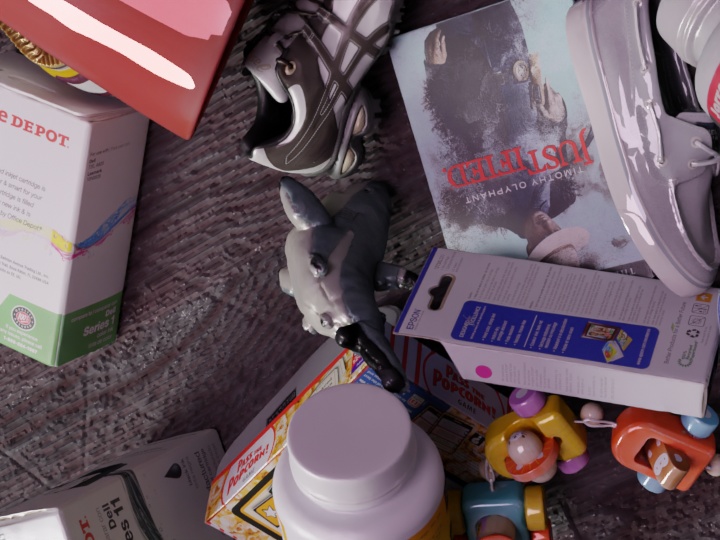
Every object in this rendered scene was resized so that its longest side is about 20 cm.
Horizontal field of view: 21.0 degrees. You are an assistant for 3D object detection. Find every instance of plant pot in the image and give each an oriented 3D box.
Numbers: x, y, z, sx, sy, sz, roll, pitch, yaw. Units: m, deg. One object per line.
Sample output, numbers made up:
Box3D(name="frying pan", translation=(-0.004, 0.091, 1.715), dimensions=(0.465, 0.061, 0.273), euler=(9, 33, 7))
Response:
Box3D(name="plant pot", translation=(-0.153, -0.210, 1.273), dimensions=(0.177, 0.200, 0.201), euler=(24, 117, -4))

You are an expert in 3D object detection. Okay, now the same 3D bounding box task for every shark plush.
Box3D(name="shark plush", translation=(0.000, 0.000, 1.273), dimensions=(0.083, 0.200, 0.091), euler=(-6, 117, -11))

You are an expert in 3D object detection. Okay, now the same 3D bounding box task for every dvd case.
Box3D(name="dvd case", translation=(0.107, -0.078, 1.287), dimensions=(0.146, 0.022, 0.200), euler=(-13, 96, 33))

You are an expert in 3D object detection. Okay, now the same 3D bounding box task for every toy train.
Box3D(name="toy train", translation=(0.140, 0.152, 1.274), dimensions=(0.150, 0.056, 0.200), euler=(27, 124, -12))

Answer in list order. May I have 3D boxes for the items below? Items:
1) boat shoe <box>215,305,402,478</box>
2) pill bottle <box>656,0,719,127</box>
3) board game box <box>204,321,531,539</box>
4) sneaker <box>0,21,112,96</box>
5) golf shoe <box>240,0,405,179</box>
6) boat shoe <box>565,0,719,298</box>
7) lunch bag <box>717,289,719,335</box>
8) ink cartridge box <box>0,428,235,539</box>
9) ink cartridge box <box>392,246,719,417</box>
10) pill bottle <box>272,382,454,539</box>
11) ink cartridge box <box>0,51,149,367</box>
Box3D(name="boat shoe", translation=(-0.020, 0.102, 1.391), dimensions=(0.064, 0.071, 0.200), euler=(35, 120, -20))
Box3D(name="pill bottle", translation=(0.264, -0.104, 1.119), dimensions=(0.200, 0.111, 0.111), euler=(50, 123, 30))
Box3D(name="board game box", translation=(0.010, 0.141, 1.344), dimensions=(0.151, 0.046, 0.200), euler=(33, 123, -19))
Box3D(name="sneaker", translation=(-0.229, -0.192, 1.433), dimensions=(0.075, 0.090, 0.200), euler=(-44, 51, 9))
Box3D(name="golf shoe", translation=(-0.029, -0.157, 1.298), dimensions=(0.078, 0.094, 0.200), euler=(31, 118, 52))
Box3D(name="boat shoe", translation=(0.193, -0.085, 1.211), dimensions=(0.068, 0.072, 0.200), euler=(-20, 82, 35))
Box3D(name="lunch bag", translation=(0.318, 0.053, 1.163), dimensions=(0.200, 0.076, 0.161), euler=(-3, 96, 31))
Box3D(name="ink cartridge box", translation=(-0.168, 0.216, 1.423), dimensions=(0.083, 0.200, 0.147), euler=(-17, 94, 33))
Box3D(name="ink cartridge box", translation=(0.129, 0.037, 1.234), dimensions=(0.200, 0.095, 0.037), euler=(10, 130, 15))
Box3D(name="pill bottle", translation=(0.004, 0.165, 1.248), dimensions=(0.109, 0.109, 0.200), euler=(20, 143, 26))
Box3D(name="ink cartridge box", translation=(-0.250, -0.050, 1.473), dimensions=(0.145, 0.084, 0.200), euler=(22, 113, 25))
